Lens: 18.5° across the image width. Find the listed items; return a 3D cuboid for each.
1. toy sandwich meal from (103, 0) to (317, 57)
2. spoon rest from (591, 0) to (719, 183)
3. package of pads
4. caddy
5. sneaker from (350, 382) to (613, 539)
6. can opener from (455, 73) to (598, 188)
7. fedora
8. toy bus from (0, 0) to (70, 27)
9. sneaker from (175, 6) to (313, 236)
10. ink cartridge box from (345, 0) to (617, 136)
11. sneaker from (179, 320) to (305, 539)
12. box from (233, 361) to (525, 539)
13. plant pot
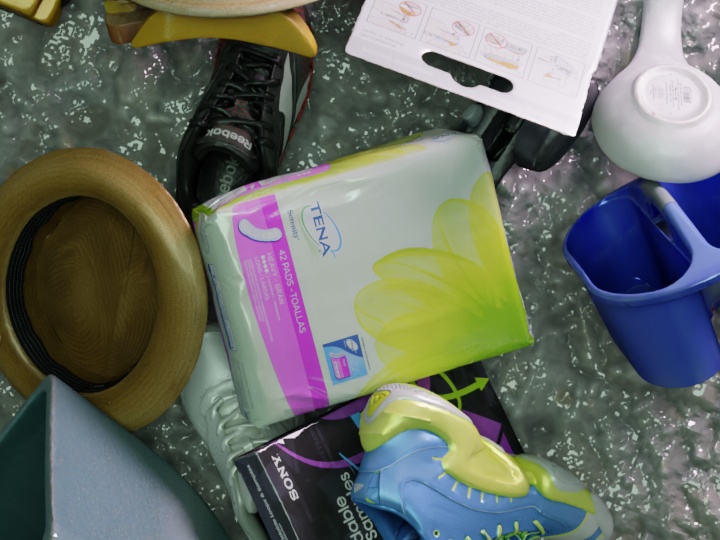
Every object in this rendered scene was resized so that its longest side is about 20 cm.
[{"bbox_3d":[-0.083,-0.196,1.474,0.205,0.205,0.070,-5,124,0],"label":"toy sandwich meal"},{"bbox_3d":[0.208,-0.136,1.495,0.099,0.061,0.200,7,55,1],"label":"spoon rest"},{"bbox_3d":[0.000,0.000,1.455,0.200,0.068,0.155,-16,99,-12],"label":"package of pads"},{"bbox_3d":[0.214,-0.012,1.458,0.141,0.200,0.105,-28,111,0],"label":"caddy"},{"bbox_3d":[0.071,0.159,1.445,0.200,0.076,0.105,31,71,-20],"label":"sneaker"},{"bbox_3d":[0.079,-0.071,1.520,0.063,0.079,0.200,38,97,-24],"label":"can opener"},{"bbox_3d":[-0.170,0.009,1.494,0.200,0.082,0.201,8,108,26],"label":"fedora"},{"bbox_3d":[-0.205,-0.273,1.520,0.065,0.078,0.200,22,88,1],"label":"toy bus"},{"bbox_3d":[-0.078,-0.105,1.506,0.071,0.098,0.201,15,86,2],"label":"sneaker"},{"bbox_3d":[0.082,-0.167,1.476,0.162,0.057,0.200,20,51,0],"label":"ink cartridge box"},{"bbox_3d":[-0.066,0.123,1.497,0.078,0.099,0.200,-29,88,1],"label":"sneaker"},{"bbox_3d":[0.027,0.149,1.477,0.200,0.036,0.143,-25,89,-34],"label":"box"},{"bbox_3d":[-0.175,0.229,1.437,0.200,0.196,0.196,33,109,-23],"label":"plant pot"}]
